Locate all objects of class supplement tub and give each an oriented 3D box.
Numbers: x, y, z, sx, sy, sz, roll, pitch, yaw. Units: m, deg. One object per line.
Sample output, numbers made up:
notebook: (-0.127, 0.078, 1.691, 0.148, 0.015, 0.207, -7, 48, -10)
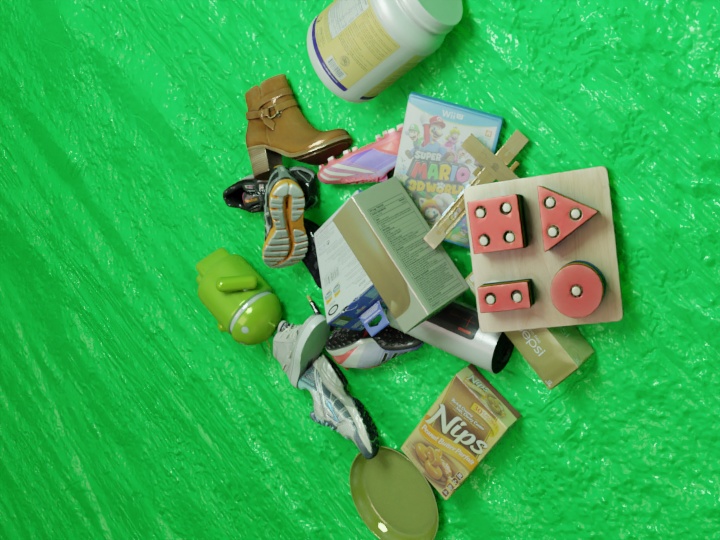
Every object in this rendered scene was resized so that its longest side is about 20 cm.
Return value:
supplement tub: (0.033, -0.346, 1.164, 0.198, 0.144, 0.148, -28, 87, 41)

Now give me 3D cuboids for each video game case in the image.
video game case: (0.120, -0.146, 1.217, 0.140, 0.018, 0.204, 18, 118, 13)

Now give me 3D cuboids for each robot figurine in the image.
robot figurine: (-0.225, 0.053, 1.536, 0.200, 0.115, 0.177, 45, 150, 19)

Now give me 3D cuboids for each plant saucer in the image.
plant saucer: (0.065, 0.404, 1.478, 0.197, 0.031, 0.205, 16, 115, 35)

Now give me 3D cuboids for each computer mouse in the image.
computer mouse: (-0.067, 0.005, 1.444, 0.202, 0.046, 0.141, 56, 144, 11)

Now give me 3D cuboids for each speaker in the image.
speaker: (0.140, 0.085, 1.271, 0.197, 0.080, 0.083, 23, 119, 32)

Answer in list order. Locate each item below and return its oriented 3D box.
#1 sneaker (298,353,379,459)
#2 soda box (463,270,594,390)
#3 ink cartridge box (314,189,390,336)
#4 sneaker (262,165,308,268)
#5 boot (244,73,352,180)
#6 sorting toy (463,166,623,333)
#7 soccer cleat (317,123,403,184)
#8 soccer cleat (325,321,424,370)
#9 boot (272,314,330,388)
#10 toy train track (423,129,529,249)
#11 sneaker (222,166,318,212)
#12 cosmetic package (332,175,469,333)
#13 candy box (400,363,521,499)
sneaker: (-0.039, 0.255, 1.465, 0.086, 0.078, 0.202, -36, 70, 7)
soda box: (0.242, 0.066, 1.187, 0.201, 0.067, 0.064, 52, 129, 12)
ink cartridge box: (0.000, 0.000, 1.302, 0.136, 0.075, 0.204, -40, 48, 42)
sneaker: (-0.128, -0.085, 1.377, 0.203, 0.076, 0.078, 103, 156, -43)
boot: (-0.109, -0.250, 1.375, 0.196, 0.076, 0.160, -15, 78, 31)
sorting toy: (0.239, -0.023, 1.097, 0.194, 0.069, 0.206, -7, 92, 20)
soccer cleat: (0.009, -0.163, 1.304, 0.197, 0.066, 0.078, -21, 97, 39)
soccer cleat: (0.034, 0.129, 1.395, 0.196, 0.069, 0.074, -11, 128, 33)
boot: (-0.117, 0.125, 1.487, 0.096, 0.073, 0.202, 45, 141, 21)
toy train track: (0.164, -0.113, 1.172, 0.115, 0.032, 0.201, 43, 101, 7)
sneaker: (-0.161, -0.129, 1.440, 0.197, 0.086, 0.082, -5, 104, 40)
cosmetic package: (0.058, -0.025, 1.202, 0.202, 0.104, 0.071, 58, 140, 8)
candy box: (0.159, 0.263, 1.334, 0.115, 0.055, 0.202, 44, 128, 19)
